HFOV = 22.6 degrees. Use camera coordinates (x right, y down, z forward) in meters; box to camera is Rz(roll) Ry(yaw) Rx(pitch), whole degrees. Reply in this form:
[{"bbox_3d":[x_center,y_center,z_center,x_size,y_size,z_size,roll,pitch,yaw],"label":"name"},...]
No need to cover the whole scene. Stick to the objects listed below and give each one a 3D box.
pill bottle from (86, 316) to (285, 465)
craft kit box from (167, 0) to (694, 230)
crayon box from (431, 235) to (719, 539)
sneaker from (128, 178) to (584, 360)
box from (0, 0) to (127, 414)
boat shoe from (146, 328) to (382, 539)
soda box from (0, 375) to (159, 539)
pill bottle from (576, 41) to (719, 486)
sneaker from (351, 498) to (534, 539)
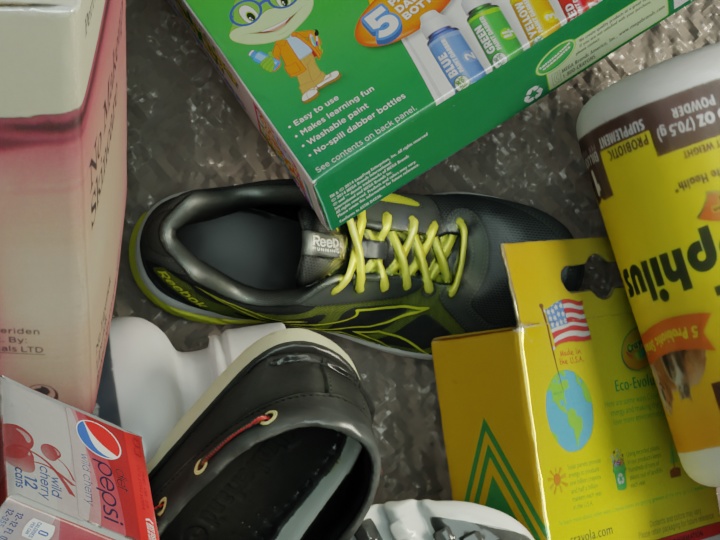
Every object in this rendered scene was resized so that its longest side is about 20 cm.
[{"bbox_3d":[-0.121,0.083,0.730,0.198,0.120,0.121,-10,87,-5],"label":"pill bottle"},{"bbox_3d":[0.017,-0.146,0.757,0.199,0.049,0.198,-33,59,-6],"label":"craft kit box"},{"bbox_3d":[0.095,0.088,0.749,0.126,0.051,0.202,-3,84,-47],"label":"crayon box"},{"bbox_3d":[0.000,0.000,0.764,0.198,0.085,0.075,0,86,-5],"label":"sneaker"},{"bbox_3d":[-0.141,-0.059,0.637,0.108,0.201,0.128,5,48,-3],"label":"box"},{"bbox_3d":[-0.064,0.115,0.657,0.073,0.063,0.202,30,107,-23],"label":"boat shoe"},{"bbox_3d":[-0.153,0.138,0.644,0.063,0.070,0.200,27,114,-29],"label":"soda box"},{"bbox_3d":[0.164,0.013,0.718,0.108,0.109,0.201,-17,85,-6],"label":"pill bottle"},{"bbox_3d":[-0.013,0.140,0.724,0.199,0.081,0.076,-24,82,23],"label":"sneaker"}]
